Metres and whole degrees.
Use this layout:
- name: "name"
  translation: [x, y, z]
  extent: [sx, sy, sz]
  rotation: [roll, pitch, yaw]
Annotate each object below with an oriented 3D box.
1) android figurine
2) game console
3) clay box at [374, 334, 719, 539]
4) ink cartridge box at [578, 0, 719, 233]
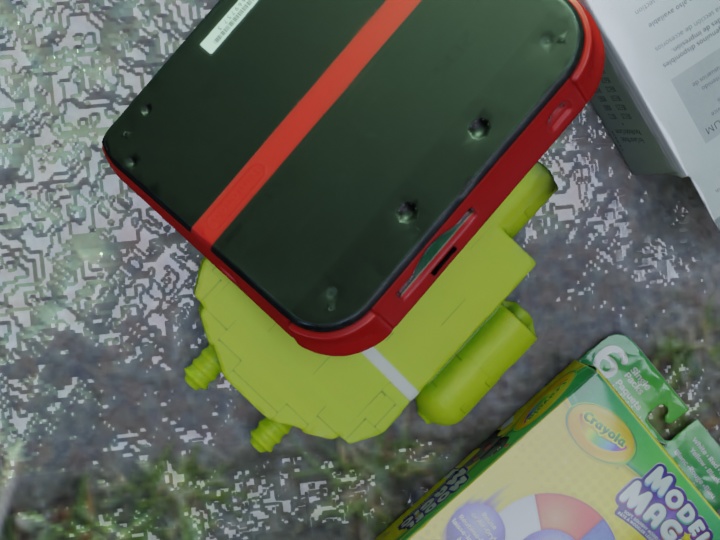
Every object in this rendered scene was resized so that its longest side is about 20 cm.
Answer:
- name: "android figurine"
  translation: [0.000, 0.000, 0.746]
  extent: [0.182, 0.041, 0.200]
  rotation: [42, 88, -8]
- name: "game console"
  translation: [-0.004, -0.079, 0.703]
  extent: [0.177, 0.031, 0.200]
  rotation: [41, 89, 27]
- name: "clay box"
  translation: [0.096, 0.137, 0.763]
  extent: [0.200, 0.048, 0.115]
  rotation: [-42, 96, -1]
- name: "ink cartridge box"
  translation: [0.205, -0.134, 0.738]
  extent: [0.199, 0.084, 0.176]
  rotation: [-32, 99, -3]
